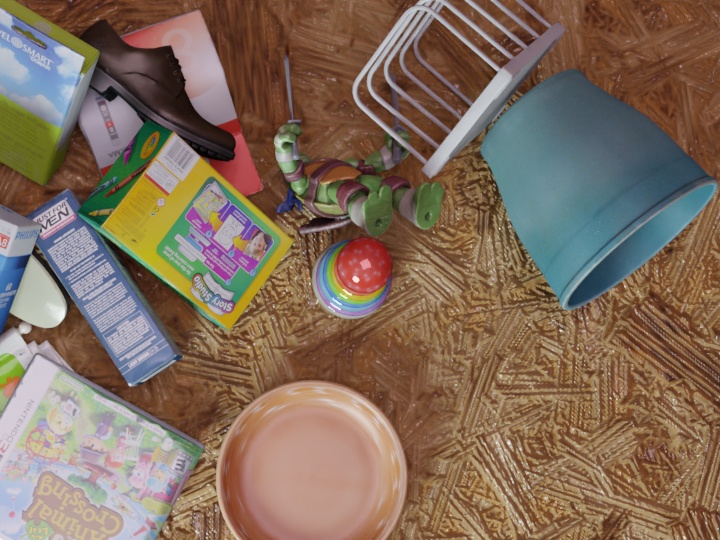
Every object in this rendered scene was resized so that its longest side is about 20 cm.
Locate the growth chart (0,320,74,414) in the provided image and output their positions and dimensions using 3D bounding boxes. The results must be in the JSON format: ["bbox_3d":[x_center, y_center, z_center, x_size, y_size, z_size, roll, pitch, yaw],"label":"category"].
[{"bbox_3d":[-0.332,0.154,1.603,0.200,0.018,0.145,45,74,-4],"label":"growth chart"}]

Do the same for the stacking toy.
[{"bbox_3d":[0.000,0.000,1.570,0.085,0.200,0.086,1,84,-6],"label":"stacking toy"}]

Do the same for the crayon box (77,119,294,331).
[{"bbox_3d":[-0.173,-0.043,1.576,0.119,0.058,0.200,-54,129,-9],"label":"crayon box"}]

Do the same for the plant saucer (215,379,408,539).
[{"bbox_3d":[-0.051,0.215,1.626,0.199,0.037,0.201,1,84,-7],"label":"plant saucer"}]

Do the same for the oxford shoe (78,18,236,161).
[{"bbox_3d":[-0.201,-0.185,1.590,0.200,0.073,0.085,36,85,-7],"label":"oxford shoe"}]

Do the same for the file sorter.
[{"bbox_3d":[0.097,-0.209,1.584,0.124,0.200,0.139,40,120,3],"label":"file sorter"}]

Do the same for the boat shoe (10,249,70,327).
[{"bbox_3d":[-0.368,-0.022,1.592,0.201,0.063,0.074,39,117,6],"label":"boat shoe"}]

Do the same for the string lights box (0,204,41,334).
[{"bbox_3d":[-0.400,0.027,1.536,0.102,0.059,0.201,24,100,11],"label":"string lights box"}]

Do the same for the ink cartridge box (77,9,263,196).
[{"bbox_3d":[-0.209,-0.154,1.641,0.161,0.050,0.201,-21,84,-7],"label":"ink cartridge box"}]

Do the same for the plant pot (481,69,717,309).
[{"bbox_3d":[0.229,-0.095,1.609,0.200,0.200,0.188,-36,75,-8],"label":"plant pot"}]

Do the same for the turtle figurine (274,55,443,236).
[{"bbox_3d":[-0.007,-0.122,1.583,0.144,0.194,0.200,34,89,-45],"label":"turtle figurine"}]

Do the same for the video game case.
[{"bbox_3d":[-0.287,0.210,1.585,0.199,0.022,0.183,30,76,-8],"label":"video game case"}]

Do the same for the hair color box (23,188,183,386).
[{"bbox_3d":[-0.261,0.020,1.592,0.060,0.100,0.200,-33,88,-5],"label":"hair color box"}]

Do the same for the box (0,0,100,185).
[{"bbox_3d":[-0.338,-0.186,1.561,0.122,0.200,0.048,30,47,-2],"label":"box"}]
